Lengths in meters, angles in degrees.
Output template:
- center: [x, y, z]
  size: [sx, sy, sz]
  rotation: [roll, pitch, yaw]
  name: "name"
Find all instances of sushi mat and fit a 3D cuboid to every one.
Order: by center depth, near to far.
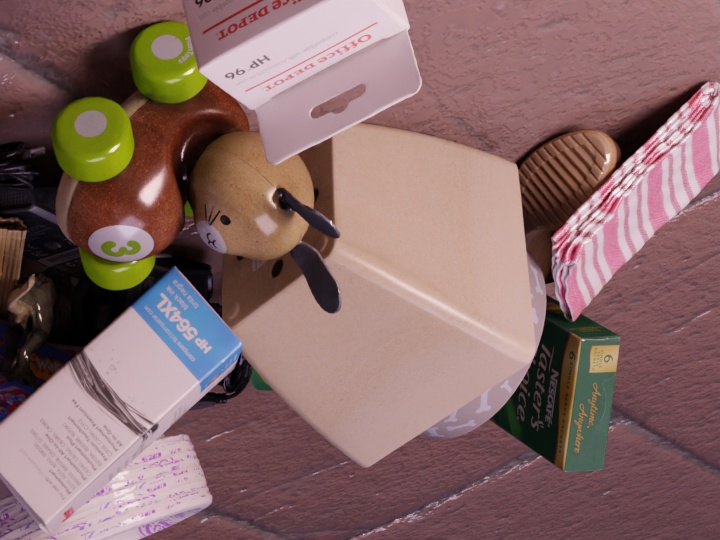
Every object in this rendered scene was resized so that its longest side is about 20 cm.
- center: [-0.307, -0.003, 1.641]
  size: [0.095, 0.012, 0.200]
  rotation: [7, 158, -10]
  name: "sushi mat"

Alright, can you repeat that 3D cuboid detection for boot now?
- center: [0.198, -0.060, 1.829]
  size: [0.165, 0.073, 0.200]
  rotation: [-12, 153, -40]
  name: "boot"

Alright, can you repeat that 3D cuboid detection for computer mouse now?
- center: [-0.234, -0.049, 1.603]
  size: [0.138, 0.053, 0.200]
  rotation: [-13, 152, 35]
  name: "computer mouse"
- center: [-0.166, 0.049, 1.779]
  size: [0.199, 0.046, 0.142]
  rotation: [-2, 112, -40]
  name: "computer mouse"

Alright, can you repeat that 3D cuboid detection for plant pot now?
- center: [0.000, 0.000, 1.683]
  size: [0.176, 0.201, 0.200]
  rotation: [29, 132, -33]
  name: "plant pot"

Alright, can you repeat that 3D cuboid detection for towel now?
- center: [0.233, -0.053, 1.776]
  size: [0.200, 0.030, 0.147]
  rotation: [-44, 159, -10]
  name: "towel"

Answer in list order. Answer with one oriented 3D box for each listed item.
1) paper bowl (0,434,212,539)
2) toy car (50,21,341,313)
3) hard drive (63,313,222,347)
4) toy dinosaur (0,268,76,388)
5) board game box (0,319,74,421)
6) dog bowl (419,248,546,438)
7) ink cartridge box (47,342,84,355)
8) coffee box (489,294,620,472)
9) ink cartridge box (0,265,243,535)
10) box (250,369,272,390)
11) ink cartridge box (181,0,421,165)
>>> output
- center: [-0.231, 0.183, 1.791]
  size: [0.199, 0.105, 0.201]
  rotation: [-21, 171, -3]
  name: "paper bowl"
- center: [-0.096, -0.043, 1.489]
  size: [0.158, 0.199, 0.165]
  rotation: [-48, 157, -25]
  name: "toy car"
- center: [-0.214, 0.101, 1.925]
  size: [0.139, 0.033, 0.200]
  rotation: [1, 150, -28]
  name: "hard drive"
- center: [-0.254, 0.041, 1.646]
  size: [0.047, 0.089, 0.200]
  rotation: [13, -179, -1]
  name: "toy dinosaur"
- center: [-0.333, 0.101, 1.772]
  size: [0.134, 0.045, 0.199]
  rotation: [30, 141, -31]
  name: "board game box"
- center: [0.072, 0.046, 1.765]
  size: [0.058, 0.201, 0.200]
  rotation: [29, 132, -33]
  name: "dog bowl"
- center: [-0.240, 0.132, 1.884]
  size: [0.118, 0.042, 0.200]
  rotation: [7, 148, -15]
  name: "ink cartridge box"
- center: [0.154, 0.087, 1.885]
  size: [0.044, 0.200, 0.124]
  rotation: [0, 107, -25]
  name: "coffee box"
- center: [-0.190, 0.102, 1.632]
  size: [0.200, 0.084, 0.146]
  rotation: [-42, 178, -11]
  name: "ink cartridge box"
- center: [-0.015, 0.047, 1.916]
  size: [0.198, 0.049, 0.118]
  rotation: [-19, 153, 2]
  name: "box"
- center: [-0.046, -0.179, 1.289]
  size: [0.115, 0.201, 0.068]
  rotation: [-26, 152, 20]
  name: "ink cartridge box"
